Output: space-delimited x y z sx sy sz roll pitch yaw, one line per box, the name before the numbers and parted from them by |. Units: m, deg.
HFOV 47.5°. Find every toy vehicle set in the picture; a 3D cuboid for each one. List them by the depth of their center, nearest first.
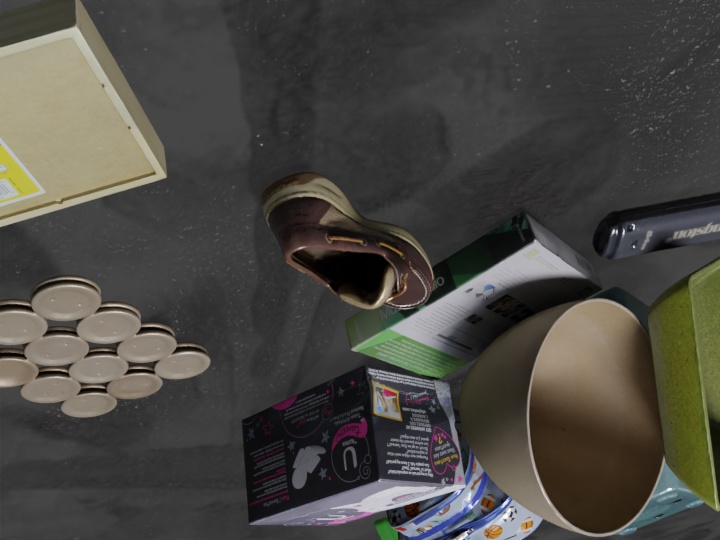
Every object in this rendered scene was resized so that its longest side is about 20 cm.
toy vehicle set | -0.224 -0.070 0.453 0.199 0.027 0.125 -16 148 0

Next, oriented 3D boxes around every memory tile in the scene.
memory tile | -0.234 0.068 0.677 0.152 0.017 0.200 -24 148 13

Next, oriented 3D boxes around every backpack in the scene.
backpack | 0.123 0.249 0.973 0.190 0.201 0.154 -28 132 18

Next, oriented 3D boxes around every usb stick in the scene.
usb stick | 0.304 -0.046 0.723 0.198 0.033 0.056 -10 149 -9

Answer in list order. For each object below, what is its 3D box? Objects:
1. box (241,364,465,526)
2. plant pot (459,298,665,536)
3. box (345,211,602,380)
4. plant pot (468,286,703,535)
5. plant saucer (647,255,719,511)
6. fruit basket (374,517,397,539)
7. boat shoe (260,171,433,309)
box | -0.011 0.190 0.842 0.132 0.116 0.199 17 146 -41
plant pot | 0.169 0.129 0.752 0.199 0.202 0.134 12 168 -37
box | 0.105 0.032 0.754 0.199 0.037 0.144 -34 145 24
plant pot | 0.272 0.170 0.887 0.195 0.201 0.196 -35 144 27
plant saucer | 0.317 0.094 0.767 0.048 0.201 0.200 -6 -177 34
fruit basket | 0.079 0.501 1.314 0.215 0.217 0.155 -26 147 17
boat shoe | 0.000 0.000 0.620 0.072 0.072 0.200 -27 147 18
